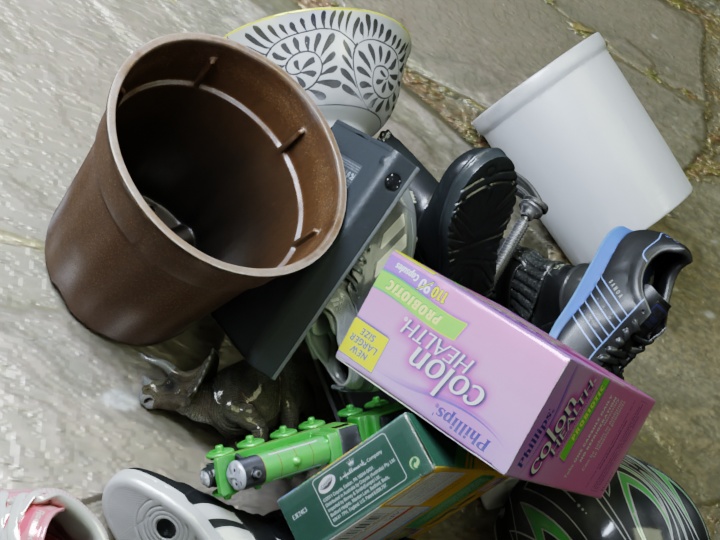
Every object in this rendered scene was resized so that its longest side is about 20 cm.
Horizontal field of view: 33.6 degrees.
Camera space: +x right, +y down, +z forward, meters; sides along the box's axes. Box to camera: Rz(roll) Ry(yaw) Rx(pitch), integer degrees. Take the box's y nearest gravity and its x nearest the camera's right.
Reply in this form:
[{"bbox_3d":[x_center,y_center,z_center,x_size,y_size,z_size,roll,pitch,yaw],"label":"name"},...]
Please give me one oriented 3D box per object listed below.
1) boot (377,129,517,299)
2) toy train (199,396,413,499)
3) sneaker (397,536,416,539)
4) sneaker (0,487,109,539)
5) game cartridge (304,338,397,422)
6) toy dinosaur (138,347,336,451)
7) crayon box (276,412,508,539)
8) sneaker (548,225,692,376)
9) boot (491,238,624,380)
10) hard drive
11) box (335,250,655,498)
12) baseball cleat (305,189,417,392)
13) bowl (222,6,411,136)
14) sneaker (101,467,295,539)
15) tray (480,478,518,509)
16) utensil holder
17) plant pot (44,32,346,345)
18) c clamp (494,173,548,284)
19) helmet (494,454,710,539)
[{"bbox_3d":[0.062,-0.068,1.079,0.073,0.200,0.163,-22,52,-22],"label":"boot"},{"bbox_3d":[-0.034,0.138,0.936,0.198,0.056,0.042,-12,95,-40],"label":"toy train"},{"bbox_3d":[0.017,0.277,0.968,0.198,0.076,0.113,7,68,-40],"label":"sneaker"},{"bbox_3d":[-0.259,0.169,0.798,0.198,0.104,0.076,26,54,-23],"label":"sneaker"},{"bbox_3d":[0.007,0.080,1.082,0.129,0.038,0.202,-6,69,-53],"label":"game cartridge"},{"bbox_3d":[-0.080,0.109,0.991,0.198,0.077,0.104,-1,80,-34],"label":"toy dinosaur"},{"bbox_3d":[0.034,0.173,0.961,0.052,0.125,0.200,60,15,22],"label":"crayon box"},{"bbox_3d":[0.225,0.053,1.060,0.070,0.077,0.202,33,78,-40],"label":"sneaker"},{"bbox_3d":[0.177,0.074,1.182,0.079,0.157,0.214,-17,111,-39],"label":"boot"},{"bbox_3d":[-0.044,-0.022,0.978,0.033,0.139,0.201,34,92,-27],"label":"hard drive"},{"bbox_3d":[0.112,0.086,0.950,0.175,0.098,0.199,32,5,35],"label":"box"},{"bbox_3d":[0.000,0.000,0.995,0.106,0.069,0.203,3,83,-52],"label":"baseball cleat"},{"bbox_3d":[-0.043,-0.150,1.088,0.199,0.200,0.096,1,72,-37],"label":"bowl"},{"bbox_3d":[-0.101,0.207,0.934,0.199,0.073,0.112,37,25,0],"label":"sneaker"},{"bbox_3d":[0.179,0.164,1.199,0.198,0.022,0.109,-8,70,-41],"label":"tray"},{"bbox_3d":[0.247,-0.129,1.319,0.170,0.169,0.201,-36,92,-44],"label":"utensil holder"},{"bbox_3d":[-0.146,-0.047,0.942,0.198,0.198,0.203,19,55,-29],"label":"plant pot"},{"bbox_3d":[0.116,-0.012,1.148,0.027,0.169,0.202,43,69,-46],"label":"c clamp"},{"bbox_3d":[0.218,0.258,1.074,0.198,0.199,0.194,2,82,-37],"label":"helmet"}]
